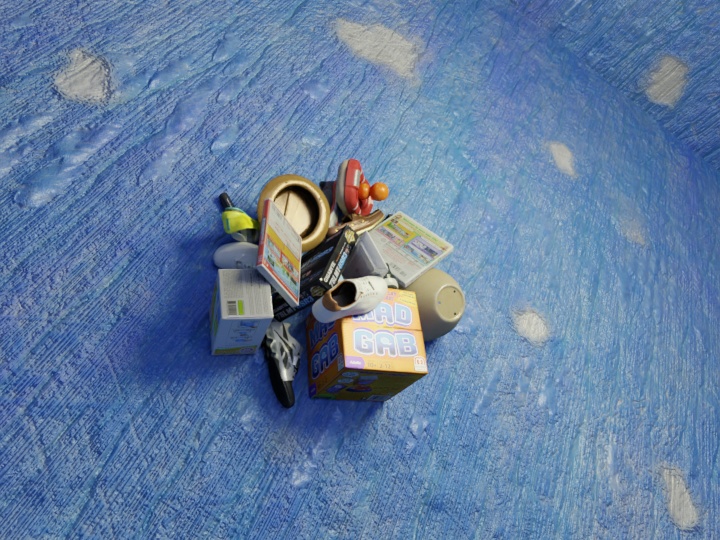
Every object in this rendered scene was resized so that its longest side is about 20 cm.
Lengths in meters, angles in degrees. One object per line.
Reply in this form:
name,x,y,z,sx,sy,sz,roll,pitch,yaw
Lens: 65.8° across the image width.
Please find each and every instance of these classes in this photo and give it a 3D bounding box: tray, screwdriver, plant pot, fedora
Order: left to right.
screwdriver,-0.301,-0.105,1.372,0.029,0.028,0.201,1,60,-63
fedora,-0.170,-0.132,1.354,0.200,0.082,0.201,8,73,-27
tray,0.000,0.000,1.294,0.022,0.200,0.108,-22,73,-27
plant pot,0.190,0.084,1.422,0.200,0.134,0.201,2,85,-29

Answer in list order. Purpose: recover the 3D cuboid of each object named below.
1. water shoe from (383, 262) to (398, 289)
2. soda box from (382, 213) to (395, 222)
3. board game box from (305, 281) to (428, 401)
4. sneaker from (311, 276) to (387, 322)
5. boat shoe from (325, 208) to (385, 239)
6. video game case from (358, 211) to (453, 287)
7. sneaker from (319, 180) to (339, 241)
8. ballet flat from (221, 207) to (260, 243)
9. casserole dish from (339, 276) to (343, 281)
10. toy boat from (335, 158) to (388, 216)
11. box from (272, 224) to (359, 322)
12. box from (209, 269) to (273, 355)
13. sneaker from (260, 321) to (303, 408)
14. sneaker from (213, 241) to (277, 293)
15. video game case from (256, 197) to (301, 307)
water shoe,0.049,0.047,1.365,0.071,0.200,0.079,-7,67,-16
soda box,0.107,-0.054,1.541,0.063,0.071,0.201,5,60,-29
board game box,0.006,0.168,1.267,0.199,0.200,0.201,9,57,-25
sneaker,-0.003,0.049,1.150,0.200,0.085,0.073,-24,73,-43
boat shoe,-0.014,-0.120,1.455,0.200,0.072,0.068,-34,99,-36
video game case,0.109,-0.061,1.452,0.182,0.022,0.200,-35,55,-25
sneaker,-0.101,-0.162,1.505,0.082,0.077,0.201,7,55,7
ballet flat,-0.270,-0.099,1.319,0.067,0.200,0.067,-4,84,14
casserole dish,-0.043,0.002,1.445,0.121,0.039,0.201,4,60,-27
toy boat,0.011,-0.212,1.495,0.130,0.200,0.131,5,77,9
box,-0.108,0.007,1.286,0.050,0.200,0.199,43,43,-20
box,-0.254,0.091,1.164,0.101,0.200,0.113,0,61,-21
sneaker,-0.160,0.202,1.236,0.088,0.074,0.201,-5,66,-30
sneaker,-0.244,-0.005,1.265,0.199,0.074,0.116,5,29,-3
video game case,-0.169,-0.040,1.184,0.143,0.017,0.200,55,23,-43
